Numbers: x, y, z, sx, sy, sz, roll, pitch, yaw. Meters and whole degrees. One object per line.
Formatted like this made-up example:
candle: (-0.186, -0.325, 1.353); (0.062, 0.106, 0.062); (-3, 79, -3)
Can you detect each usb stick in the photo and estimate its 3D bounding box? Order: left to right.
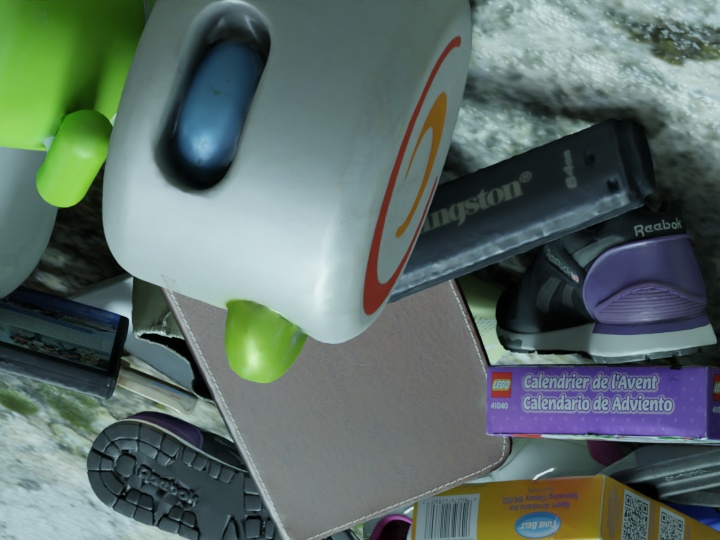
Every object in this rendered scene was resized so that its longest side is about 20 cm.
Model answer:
usb stick: (0.049, -0.022, 1.473); (0.200, 0.055, 0.033); (-21, 132, 16)

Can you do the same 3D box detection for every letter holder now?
letter holder: (-0.014, 0.022, 1.585); (0.142, 0.101, 0.200); (-22, 113, 7)

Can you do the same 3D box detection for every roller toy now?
roller toy: (-0.037, -0.070, 1.393); (0.140, 0.200, 0.182); (19, 135, 9)

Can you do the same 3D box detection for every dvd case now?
dvd case: (-0.204, 0.030, 1.696); (0.143, 0.018, 0.200); (16, -173, -5)

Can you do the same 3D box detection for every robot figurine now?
robot figurine: (-0.169, -0.117, 1.427); (0.116, 0.176, 0.200); (-28, 163, 29)

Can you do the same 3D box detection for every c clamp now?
c clamp: (0.223, 0.111, 1.571); (0.171, 0.027, 0.200); (9, 167, -18)

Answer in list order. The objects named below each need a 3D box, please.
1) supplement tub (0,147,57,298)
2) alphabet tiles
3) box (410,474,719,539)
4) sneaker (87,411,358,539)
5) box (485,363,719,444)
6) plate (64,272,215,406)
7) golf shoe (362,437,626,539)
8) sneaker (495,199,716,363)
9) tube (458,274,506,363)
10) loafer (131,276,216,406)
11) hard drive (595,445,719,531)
supplement tub: (-0.278, -0.058, 1.671); (0.200, 0.123, 0.123); (11, 152, 19)
alphabet tiles: (-0.193, 0.048, 1.837); (0.196, 0.015, 0.200); (23, 180, -2)
box: (0.130, 0.156, 1.639); (0.119, 0.041, 0.200); (-7, 157, 34)
sneaker: (-0.065, 0.144, 1.849); (0.200, 0.076, 0.088); (33, -164, 7)
box: (0.179, 0.071, 1.555); (0.137, 0.039, 0.200); (-2, 175, 40)
plate: (-0.052, 0.041, 1.789); (0.200, 0.032, 0.200); (34, 151, -22)
golf shoe: (0.081, 0.142, 1.815); (0.200, 0.092, 0.075); (-9, 139, 45)
sneaker: (0.125, -0.003, 1.539); (0.076, 0.088, 0.200); (-8, -177, -20)
tube: (0.000, 0.000, 1.658); (0.200, 0.052, 0.058); (23, -168, -10)
loafer: (-0.065, 0.057, 1.713); (0.075, 0.070, 0.200); (-9, 140, 47)
hard drive: (0.163, 0.147, 1.742); (0.132, 0.025, 0.200); (2, 156, -29)
